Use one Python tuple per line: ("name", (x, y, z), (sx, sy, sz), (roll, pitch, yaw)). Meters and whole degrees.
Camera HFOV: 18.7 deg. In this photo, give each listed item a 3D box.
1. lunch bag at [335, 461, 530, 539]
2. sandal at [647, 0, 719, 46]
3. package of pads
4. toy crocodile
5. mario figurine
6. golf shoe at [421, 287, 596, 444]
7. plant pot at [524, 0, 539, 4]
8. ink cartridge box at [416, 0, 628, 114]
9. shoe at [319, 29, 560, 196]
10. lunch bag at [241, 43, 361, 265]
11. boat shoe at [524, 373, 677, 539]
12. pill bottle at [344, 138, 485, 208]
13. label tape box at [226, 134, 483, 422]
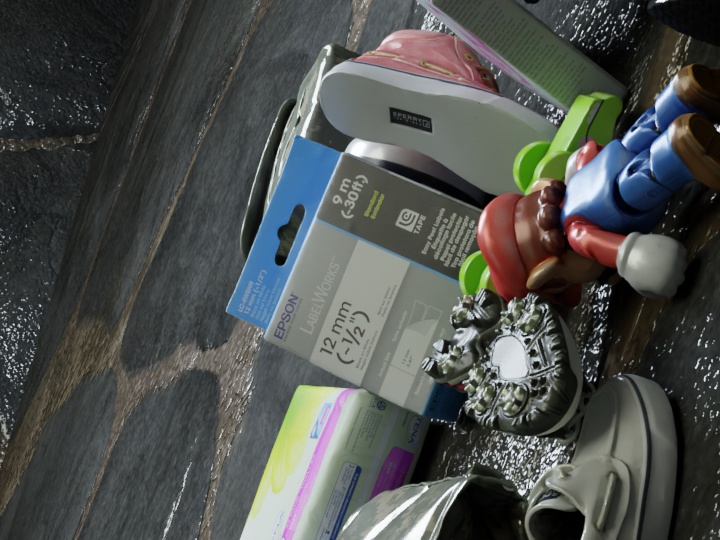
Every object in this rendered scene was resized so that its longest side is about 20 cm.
("lunch bag", (0.037, 0.211, 1.212), (0.164, 0.118, 0.200), (154, 132, -70))
("sandal", (0.228, -0.157, 1.163), (0.200, 0.075, 0.045), (-13, 59, 63))
("package of pads", (-0.024, 0.165, 1.591), (0.200, 0.068, 0.155), (171, 120, -76))
("toy crocodile", (0.117, -0.023, 1.399), (0.200, 0.062, 0.068), (-63, 14, -2))
("mario figurine", (0.156, -0.033, 1.275), (0.123, 0.106, 0.200), (-31, -6, -47))
("golf shoe", (0.103, 0.060, 1.242), (0.077, 0.088, 0.200), (-58, 12, 2))
("plant pot", (0.132, -0.263, 1.454), (0.200, 0.134, 0.200), (-29, 5, 3))
("ink cartridge box", (0.073, -0.181, 1.489), (0.043, 0.200, 0.196), (-53, 15, 6))
("shoe", (0.076, -0.115, 1.516), (0.091, 0.200, 0.072), (-40, -40, -43))
("lunch bag", (-0.027, -0.070, 1.832), (0.200, 0.118, 0.164), (131, 157, -66))
("boat shoe", (0.117, 0.132, 1.137), (0.072, 0.066, 0.200), (-50, 23, 52))
("pill bottle", (0.027, -0.034, 1.615), (0.200, 0.111, 0.111), (-70, 15, -10))
("label tape box", (0.000, 0.000, 1.509), (0.066, 0.200, 0.143), (15, -82, -66))
